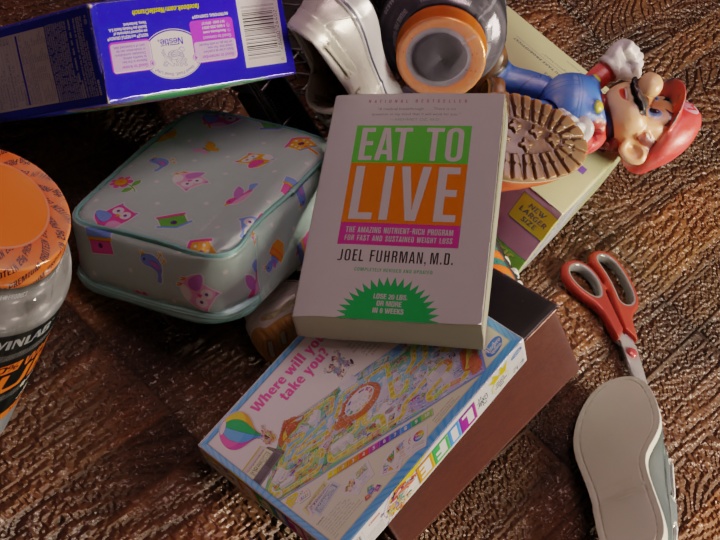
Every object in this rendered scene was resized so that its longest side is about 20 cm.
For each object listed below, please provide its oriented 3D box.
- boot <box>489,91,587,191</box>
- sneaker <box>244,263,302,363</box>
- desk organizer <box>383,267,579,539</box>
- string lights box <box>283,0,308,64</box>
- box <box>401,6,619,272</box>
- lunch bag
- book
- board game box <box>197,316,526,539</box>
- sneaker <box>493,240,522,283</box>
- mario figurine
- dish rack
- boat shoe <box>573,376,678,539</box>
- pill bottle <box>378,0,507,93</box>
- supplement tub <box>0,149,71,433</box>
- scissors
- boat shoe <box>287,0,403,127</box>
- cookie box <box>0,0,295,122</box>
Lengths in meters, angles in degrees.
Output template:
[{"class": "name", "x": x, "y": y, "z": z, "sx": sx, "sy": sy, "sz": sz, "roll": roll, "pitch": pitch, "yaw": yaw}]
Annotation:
[{"class": "boot", "x": 0.079, "y": -0.087, "z": 1.266, "sx": 0.199, "sy": 0.107, "sz": 0.075, "roll": -2, "pitch": 68, "yaw": -9}, {"class": "sneaker", "x": 0.000, "y": 0.000, "z": 1.218, "sx": 0.199, "sy": 0.076, "sz": 0.088, "roll": -15, "pitch": 51, "yaw": -18}, {"class": "desk organizer", "x": 0.066, "y": 0.102, "z": 1.157, "sx": 0.200, "sy": 0.077, "sz": 0.072, "roll": -44, "pitch": 45, "yaw": -15}, {"class": "string lights box", "x": 0.018, "y": -0.247, "z": 1.488, "sx": 0.103, "sy": 0.059, "sz": 0.200, "roll": 47, "pitch": 45, "yaw": 15}, {"class": "box", "x": 0.133, "y": -0.118, "z": 1.415, "sx": 0.176, "sy": 0.097, "sz": 0.200, "roll": 40, "pitch": 43, "yaw": 7}, {"class": "lunch bag", "x": -0.115, "y": -0.045, "z": 1.186, "sx": 0.160, "sy": 0.077, "sz": 0.200, "roll": 12, "pitch": 34, "yaw": 23}, {"class": "book", "x": 0.032, "y": -0.039, "z": 1.134, "sx": 0.133, "sy": 0.048, "sz": 0.201, "roll": 3, "pitch": 56, "yaw": 9}, {"class": "board game box", "x": 0.003, "y": 0.092, "z": 1.100, "sx": 0.134, "sy": 0.034, "sz": 0.200, "roll": 34, "pitch": 71, "yaw": 26}, {"class": "sneaker", "x": 0.105, "y": 0.012, "z": 1.300, "sx": 0.200, "sy": 0.071, "sz": 0.080, "roll": 42, "pitch": 48, "yaw": 11}, {"class": "mario figurine", "x": 0.199, "y": -0.152, "z": 1.332, "sx": 0.199, "sy": 0.106, "sz": 0.124, "roll": 11, "pitch": 81, "yaw": -12}, {"class": "dish rack", "x": -0.025, "y": -0.182, "z": 1.327, "sx": 0.200, "sy": 0.054, "sz": 0.154, "roll": -54, "pitch": 130, "yaw": -28}, {"class": "boat shoe", "x": 0.215, "y": 0.169, "z": 1.248, "sx": 0.200, "sy": 0.073, "sz": 0.062, "roll": -87, "pitch": 155, "yaw": -50}, {"class": "pill bottle", "x": 0.068, "y": -0.217, "z": 1.295, "sx": 0.106, "sy": 0.106, "sz": 0.200, "roll": 23, "pitch": 32, "yaw": -11}, {"class": "supplement tub", "x": -0.254, "y": 0.023, "z": 0.982, "sx": 0.122, "sy": 0.200, "sz": 0.123, "roll": 16, "pitch": 46, "yaw": -17}, {"class": "scissors", "x": 0.238, "y": 0.063, "z": 1.374, "sx": 0.073, "sy": 0.014, "sz": 0.200, "roll": -3, "pitch": 52, "yaw": -35}, {"class": "boat shoe", "x": -0.014, "y": -0.146, "z": 1.231, "sx": 0.071, "sy": 0.200, "sz": 0.070, "roll": 38, "pitch": 75, "yaw": 25}, {"class": "cookie box", "x": -0.178, "y": -0.164, "z": 1.197, "sx": 0.171, "sy": 0.200, "sz": 0.076, "roll": -15, "pitch": 99, "yaw": -38}]
